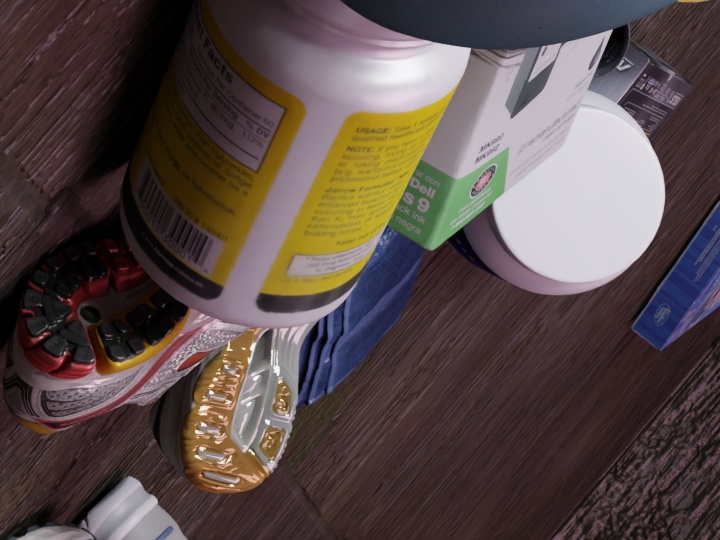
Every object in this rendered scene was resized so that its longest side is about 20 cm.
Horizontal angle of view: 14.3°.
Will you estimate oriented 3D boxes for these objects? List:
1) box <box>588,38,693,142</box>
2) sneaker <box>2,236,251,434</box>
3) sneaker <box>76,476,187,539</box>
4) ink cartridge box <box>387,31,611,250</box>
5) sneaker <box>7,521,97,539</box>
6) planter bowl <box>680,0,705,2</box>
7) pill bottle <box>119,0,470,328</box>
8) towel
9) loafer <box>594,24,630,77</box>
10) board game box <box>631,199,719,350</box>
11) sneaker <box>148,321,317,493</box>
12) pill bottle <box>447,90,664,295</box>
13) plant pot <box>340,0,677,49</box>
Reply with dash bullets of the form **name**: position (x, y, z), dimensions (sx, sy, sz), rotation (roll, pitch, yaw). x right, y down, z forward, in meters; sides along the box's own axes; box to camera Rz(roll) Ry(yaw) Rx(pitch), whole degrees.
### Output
- **box**: position (0.143, -0.083, 1.904), dimensions (0.159, 0.048, 0.200), rotation (-52, 167, 9)
- **sneaker**: position (-0.092, 0.012, 1.322), dimensions (0.200, 0.078, 0.082), rotation (-26, 158, -42)
- **sneaker**: position (-0.141, 0.206, 1.655), dimensions (0.075, 0.082, 0.200), rotation (-42, 165, -34)
- **ink cartridge box**: position (0.066, -0.131, 1.372), dimensions (0.146, 0.084, 0.201), rotation (-38, 156, -48)
- **sneaker**: position (-0.189, 0.207, 1.484), dimensions (0.200, 0.086, 0.078), rotation (-37, 163, -46)
- **planter bowl**: position (0.102, -0.212, 1.223), dimensions (0.083, 0.201, 0.200), rotation (-2, -153, 41)
- **pill bottle**: position (-0.021, -0.079, 1.192), dimensions (0.114, 0.114, 0.200), rotation (-38, 163, -44)
- **towel**: position (0.000, 0.000, 1.643), dimensions (0.112, 0.048, 0.200), rotation (-46, 166, -25)
- **loafer**: position (0.121, -0.137, 1.621), dimensions (0.068, 0.070, 0.200), rotation (-55, 167, 22)
- **board game box**: position (0.371, -0.029, 2.869), dimensions (0.200, 0.043, 0.199), rotation (-57, 167, 26)
- **sneaker**: position (-0.057, 0.010, 1.456), dimensions (0.088, 0.075, 0.201), rotation (24, -91, 63)
- **pill bottle**: position (0.105, -0.046, 1.599), dimensions (0.116, 0.116, 0.200), rotation (-50, -173, -1)
- **plant pot**: position (0.042, -0.159, 1.048), dimensions (0.200, 0.200, 0.135), rotation (-40, 178, -39)
